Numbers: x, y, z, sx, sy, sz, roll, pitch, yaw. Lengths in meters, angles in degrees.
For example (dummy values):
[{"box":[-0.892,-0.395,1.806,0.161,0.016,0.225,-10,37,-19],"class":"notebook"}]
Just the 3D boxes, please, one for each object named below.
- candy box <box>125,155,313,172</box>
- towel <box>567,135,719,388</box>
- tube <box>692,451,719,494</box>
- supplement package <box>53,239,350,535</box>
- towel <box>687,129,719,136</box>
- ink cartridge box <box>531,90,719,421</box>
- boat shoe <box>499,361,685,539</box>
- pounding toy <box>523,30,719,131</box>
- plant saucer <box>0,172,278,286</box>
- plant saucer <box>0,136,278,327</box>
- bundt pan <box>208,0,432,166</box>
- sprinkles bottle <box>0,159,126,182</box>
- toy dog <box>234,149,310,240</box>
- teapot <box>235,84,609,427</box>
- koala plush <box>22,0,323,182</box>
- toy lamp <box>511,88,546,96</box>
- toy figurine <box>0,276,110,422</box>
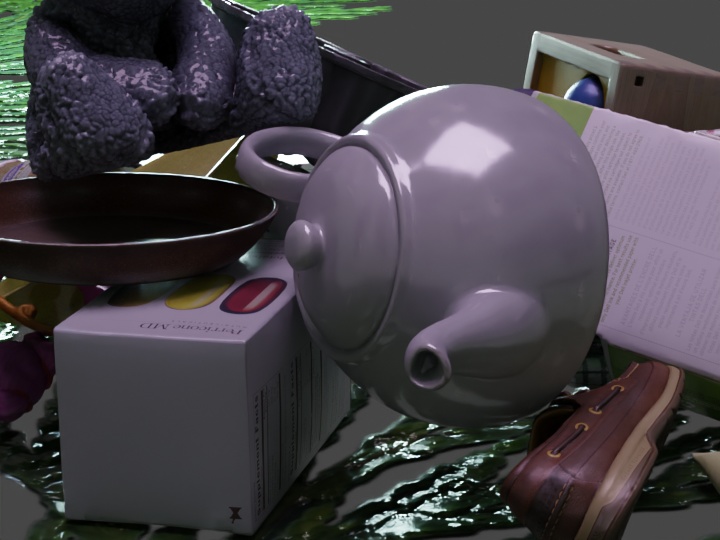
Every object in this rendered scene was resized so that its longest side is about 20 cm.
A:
[{"box":[-0.094,-0.074,1.686,0.199,0.061,0.136,-9,17,-29],"class":"candy box"},{"box":[0.204,-0.014,1.291,0.165,0.086,0.200,1,39,5],"class":"towel"},{"box":[0.219,0.120,1.001,0.058,0.052,0.200,40,10,-5],"class":"tube"},{"box":[-0.083,0.059,1.114,0.113,0.110,0.200,3,16,14],"class":"supplement package"},{"box":[0.248,-0.035,1.391,0.199,0.147,0.030,0,-21,3],"class":"towel"},{"box":[0.174,-0.009,1.180,0.199,0.148,0.076,19,-19,21],"class":"ink cartridge box"},{"box":[0.125,0.089,1.041,0.067,0.072,0.200,25,23,10],"class":"boat shoe"},{"box":[0.167,-0.085,1.539,0.141,0.185,0.200,5,14,-22],"class":"pounding toy"},{"box":[-0.147,-0.024,1.140,0.199,0.032,0.200,1,13,0],"class":"plant saucer"},{"box":[-0.150,-0.033,1.399,0.199,0.049,0.200,-25,16,30],"class":"plant saucer"},{"box":[-0.024,-0.110,1.310,0.201,0.076,0.202,24,8,-3],"class":"bundt pan"},{"box":[-0.215,-0.045,1.347,0.068,0.069,0.200,-8,4,-25],"class":"sprinkles bottle"},{"box":[0.000,0.000,1.269,0.199,0.097,0.132,18,5,-22],"class":"toy dog"},{"box":[0.025,-0.012,1.041,0.145,0.198,0.200,4,-18,-28],"class":"teapot"},{"box":[-0.145,-0.165,1.175,0.177,0.201,0.184,-17,6,-26],"class":"koala plush"},{"box":[0.096,-0.037,1.325,0.058,0.200,0.058,4,51,-5],"class":"toy lamp"},{"box":[-0.232,0.039,1.204,0.183,0.151,0.200,18,45,27],"class":"toy figurine"}]
